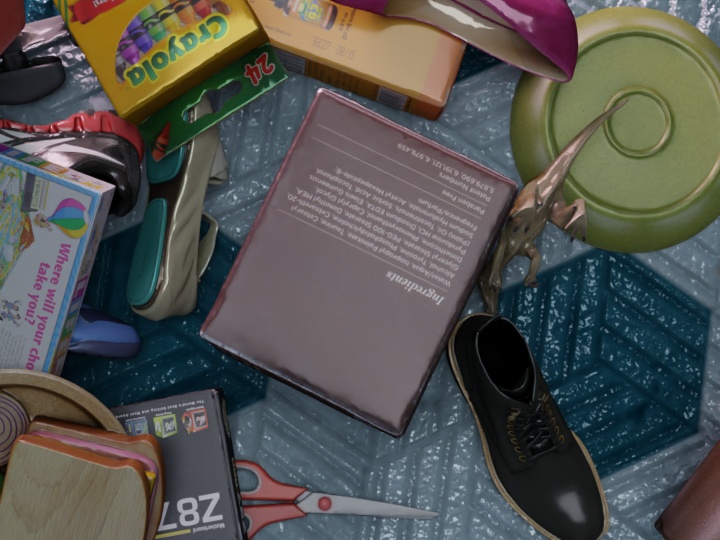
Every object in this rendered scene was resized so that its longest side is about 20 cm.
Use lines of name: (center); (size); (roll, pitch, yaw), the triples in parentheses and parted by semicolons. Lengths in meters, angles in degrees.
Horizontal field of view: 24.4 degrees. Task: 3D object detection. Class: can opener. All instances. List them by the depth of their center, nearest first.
can opener: (-0.212, -0.183, 1.318); (0.198, 0.053, 0.067); (-14, 117, -4)

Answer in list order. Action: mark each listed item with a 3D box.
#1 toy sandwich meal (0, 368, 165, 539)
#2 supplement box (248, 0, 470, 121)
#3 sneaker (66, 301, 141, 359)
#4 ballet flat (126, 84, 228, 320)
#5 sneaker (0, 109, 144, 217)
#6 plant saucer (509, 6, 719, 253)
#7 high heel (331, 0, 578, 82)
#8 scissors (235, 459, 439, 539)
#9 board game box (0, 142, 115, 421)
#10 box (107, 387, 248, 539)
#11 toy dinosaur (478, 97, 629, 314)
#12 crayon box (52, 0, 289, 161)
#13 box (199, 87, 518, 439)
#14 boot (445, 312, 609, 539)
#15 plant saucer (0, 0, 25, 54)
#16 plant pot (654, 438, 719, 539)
toy sandwich meal: (-0.242, 0.168, 1.193); (0.203, 0.070, 0.207); (-1, 106, -5)
supplement box: (-0.019, -0.185, 1.312); (0.198, 0.069, 0.067); (21, 83, -3)
sneaker: (-0.257, 0.012, 1.279); (0.198, 0.074, 0.083); (22, 82, -2)
ballet flat: (-0.137, -0.059, 1.301); (0.069, 0.069, 0.202); (10, 86, -2)
sneaker: (-0.256, -0.067, 1.257); (0.198, 0.071, 0.098); (-5, 48, -16)
plant saucer: (0.219, -0.116, 1.335); (0.198, 0.031, 0.202); (0, 85, -2)
high heel: (0.068, -0.187, 1.254); (0.198, 0.067, 0.097); (1, 68, -19)
scissors: (-0.040, 0.175, 1.303); (0.198, 0.014, 0.074); (-9, 83, -2)
board game box: (-0.271, 0.011, 1.218); (0.133, 0.034, 0.202); (21, 104, 6)
box: (-0.189, 0.186, 1.273); (0.198, 0.049, 0.163); (-9, 88, 1)
toy dinosaur: (0.136, -0.051, 1.274); (0.058, 0.101, 0.201); (29, 105, -14)
crayon box: (-0.155, -0.200, 1.248); (0.126, 0.051, 0.201); (-32, 85, 4)
box: (0.000, 0.000, 1.243); (0.163, 0.166, 0.201); (26, 84, 2)
boot: (0.128, 0.124, 1.255); (0.077, 0.138, 0.201); (-34, 88, -5)
plant saucer: (-0.325, -0.142, 1.238); (0.037, 0.199, 0.200); (44, 85, -24)
plant pot: (0.339, 0.171, 1.245); (0.200, 0.200, 0.198); (42, 93, 1)
